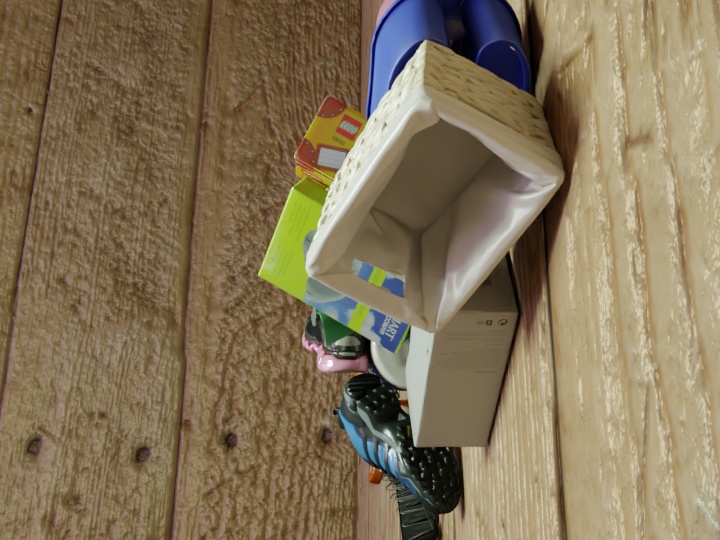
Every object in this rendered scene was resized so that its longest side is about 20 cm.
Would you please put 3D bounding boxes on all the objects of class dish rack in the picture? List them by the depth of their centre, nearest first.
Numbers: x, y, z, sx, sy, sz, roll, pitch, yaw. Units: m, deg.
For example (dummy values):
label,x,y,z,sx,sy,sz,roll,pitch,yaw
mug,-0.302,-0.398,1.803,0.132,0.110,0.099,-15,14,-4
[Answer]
label,x,y,z,sx,sy,sz,roll,pitch,yaw
dish rack,0.053,0.260,1.313,0.154,0.054,0.201,-99,-11,-66

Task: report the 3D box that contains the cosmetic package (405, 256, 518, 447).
label,x,y,z,sx,sy,sz,roll,pitch,yaw
cosmetic package,0.095,0.074,0.968,0.113,0.081,0.201,-95,9,-49

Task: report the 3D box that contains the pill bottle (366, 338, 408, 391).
label,x,y,z,sx,sy,sz,roll,pitch,yaw
pill bottle,0.061,0.101,1.262,0.200,0.110,0.112,118,154,-82

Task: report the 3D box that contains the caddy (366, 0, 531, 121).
label,x,y,z,sx,sy,sz,roll,pitch,yaw
caddy,0.079,-0.167,0.901,0.105,0.141,0.201,-100,12,-49

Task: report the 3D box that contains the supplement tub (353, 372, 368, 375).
label,x,y,z,sx,sy,sz,roll,pitch,yaw
supplement tub,0.040,0.078,1.530,0.123,0.122,0.201,-94,6,-59

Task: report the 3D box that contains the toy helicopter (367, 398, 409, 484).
label,x,y,z,sx,sy,sz,roll,pitch,yaw
toy helicopter,0.076,0.232,1.446,0.200,0.079,0.133,111,173,-46

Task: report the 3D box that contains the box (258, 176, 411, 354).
label,x,y,z,sx,sy,sz,roll,pitch,yaw
box,0.000,0.000,1.043,0.122,0.199,0.048,-66,-9,30

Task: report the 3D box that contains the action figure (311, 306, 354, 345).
label,x,y,z,sx,sy,sz,roll,pitch,yaw
action figure,0.033,0.015,1.143,0.055,0.199,0.119,131,125,-68

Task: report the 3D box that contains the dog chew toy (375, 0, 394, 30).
label,x,y,z,sx,sy,sz,roll,pitch,yaw
dog chew toy,0.071,-0.233,1.035,0.200,0.124,0.125,-75,-8,-51

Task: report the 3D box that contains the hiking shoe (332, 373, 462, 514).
label,x,y,z,sx,sy,sz,roll,pitch,yaw
hiking shoe,0.047,0.217,1.179,0.200,0.074,0.087,51,141,25

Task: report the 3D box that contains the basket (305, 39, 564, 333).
label,x,y,z,sx,sy,sz,roll,pitch,yaw
basket,0.059,-0.070,0.810,0.200,0.135,0.124,-54,18,37

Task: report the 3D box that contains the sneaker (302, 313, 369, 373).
label,x,y,z,sx,sy,sz,roll,pitch,yaw
sneaker,-0.030,0.068,1.256,0.200,0.079,0.096,-146,54,-73

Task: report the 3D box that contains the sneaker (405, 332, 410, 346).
label,x,y,z,sx,sy,sz,roll,pitch,yaw
sneaker,0.085,0.093,1.116,0.071,0.079,0.201,-107,19,-79

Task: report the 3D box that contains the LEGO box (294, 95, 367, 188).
label,x,y,z,sx,sy,sz,roll,pitch,yaw
LEGO box,0.031,-0.096,1.058,0.077,0.199,0.149,-61,3,-3
